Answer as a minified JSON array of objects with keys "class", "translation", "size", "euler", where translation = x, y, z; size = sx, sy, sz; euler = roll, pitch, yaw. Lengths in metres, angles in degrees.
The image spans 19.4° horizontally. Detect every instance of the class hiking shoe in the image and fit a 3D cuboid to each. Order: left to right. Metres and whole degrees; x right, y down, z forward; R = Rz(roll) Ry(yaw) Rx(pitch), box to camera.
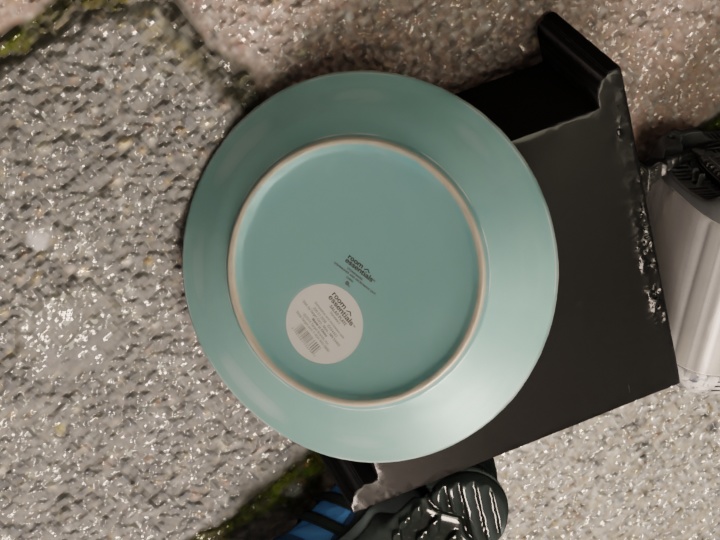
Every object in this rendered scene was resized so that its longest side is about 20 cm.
[{"class":"hiking shoe","translation":[0.000,0.153,1.209],"size":[0.200,0.087,0.074],"euler":[-29,120,20]}]

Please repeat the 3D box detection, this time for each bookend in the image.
[{"class":"bookend","translation":[0.051,-0.004,1.130],"size":[0.200,0.092,0.199],"euler":[-22,121,-9]}]

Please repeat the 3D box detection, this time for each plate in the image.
[{"class":"plate","translation":[0.000,0.000,1.060],"size":[0.200,0.200,0.026],"euler":[-59,170,14]}]

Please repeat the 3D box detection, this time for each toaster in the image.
[{"class":"toaster","translation":[0.233,-0.008,1.213],"size":[0.200,0.114,0.129],"euler":[-7,123,-27]}]
